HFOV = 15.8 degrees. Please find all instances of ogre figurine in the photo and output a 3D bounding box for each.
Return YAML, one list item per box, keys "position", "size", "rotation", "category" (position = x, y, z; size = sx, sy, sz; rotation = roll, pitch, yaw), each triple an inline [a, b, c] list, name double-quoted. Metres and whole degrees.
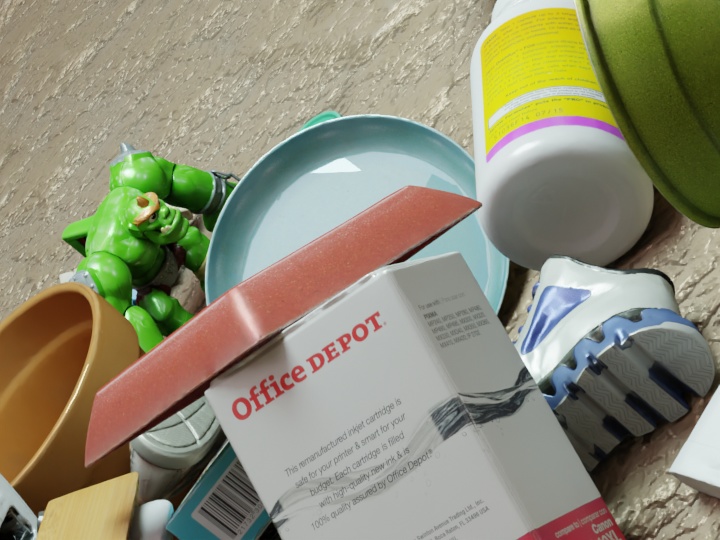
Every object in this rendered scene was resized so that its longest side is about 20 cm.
- position: [-0.147, -0.006, 1.877]
  size: [0.098, 0.120, 0.200]
  rotation: [-4, 55, 56]
  category: "ogre figurine"

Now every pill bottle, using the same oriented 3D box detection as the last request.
- position: [0.120, -0.097, 1.580]
  size: [0.104, 0.104, 0.200]
  rotation: [-38, 31, 28]
  category: "pill bottle"

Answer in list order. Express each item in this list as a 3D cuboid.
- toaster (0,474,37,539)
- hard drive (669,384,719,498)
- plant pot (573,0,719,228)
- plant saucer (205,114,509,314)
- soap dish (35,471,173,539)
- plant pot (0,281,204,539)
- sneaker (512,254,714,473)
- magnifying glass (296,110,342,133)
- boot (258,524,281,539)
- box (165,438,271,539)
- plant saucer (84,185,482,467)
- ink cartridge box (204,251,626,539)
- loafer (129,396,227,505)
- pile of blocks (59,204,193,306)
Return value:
- position: [-0.274, 0.191, 1.574]
  size: [0.129, 0.114, 0.200]
  rotation: [-34, 14, 18]
  category: "toaster"
- position: [0.248, 0.033, 1.308]
  size: [0.200, 0.027, 0.132]
  rotation: [-58, 27, -9]
  category: "hard drive"
- position: [0.243, -0.148, 1.376]
  size: [0.193, 0.200, 0.200]
  rotation: [-21, 40, 29]
  category: "plant pot"
- position: [0.000, 0.000, 1.633]
  size: [0.200, 0.027, 0.200]
  rotation: [-5, 73, 17]
  category: "plant saucer"
- position: [-0.160, 0.239, 1.524]
  size: [0.157, 0.081, 0.200]
  rotation: [-86, 1, -66]
  category: "soap dish"
- position: [-0.193, 0.127, 1.769]
  size: [0.200, 0.140, 0.200]
  rotation: [-38, 31, 28]
  category: "plant pot"
- position: [0.108, 0.060, 1.455]
  size: [0.199, 0.081, 0.115]
  rotation: [-33, 29, 22]
  category: "sneaker"
- position: [-0.054, -0.032, 1.871]
  size: [0.080, 0.022, 0.200]
  rotation: [-18, 44, 49]
  category: "magnifying glass"
- position: [-0.030, 0.238, 1.480]
  size: [0.132, 0.070, 0.200]
  rotation: [3, 64, 49]
  category: "boot"
- position: [-0.068, 0.126, 1.582]
  size: [0.082, 0.049, 0.200]
  rotation: [-52, 1, 2]
  category: "box"
- position: [-0.053, 0.024, 1.483]
  size: [0.200, 0.037, 0.200]
  rotation: [-31, -3, -42]
  category: "plant saucer"
- position: [0.031, 0.110, 1.369]
  size: [0.145, 0.200, 0.084]
  rotation: [-35, -10, 32]
  category: "ink cartridge box"
- position: [-0.100, 0.082, 1.722]
  size: [0.200, 0.072, 0.063]
  rotation: [-50, -16, -51]
  category: "loafer"
- position: [-0.189, 0.023, 1.995]
  size: [0.200, 0.082, 0.062]
  rotation: [-47, -17, -8]
  category: "pile of blocks"
